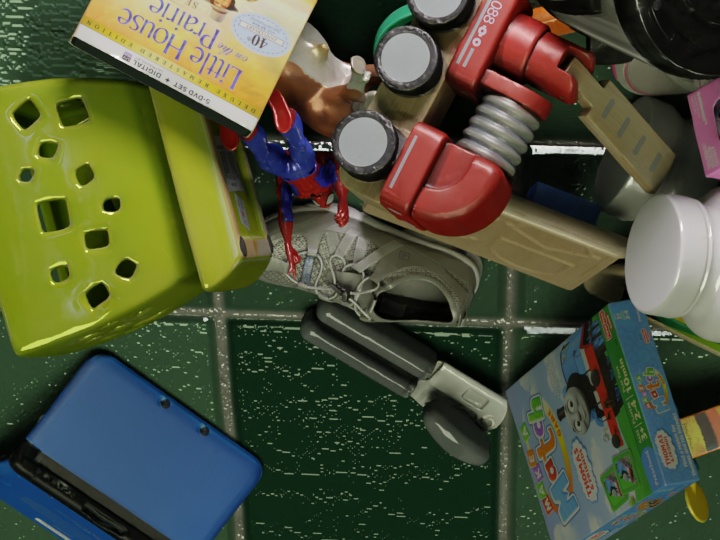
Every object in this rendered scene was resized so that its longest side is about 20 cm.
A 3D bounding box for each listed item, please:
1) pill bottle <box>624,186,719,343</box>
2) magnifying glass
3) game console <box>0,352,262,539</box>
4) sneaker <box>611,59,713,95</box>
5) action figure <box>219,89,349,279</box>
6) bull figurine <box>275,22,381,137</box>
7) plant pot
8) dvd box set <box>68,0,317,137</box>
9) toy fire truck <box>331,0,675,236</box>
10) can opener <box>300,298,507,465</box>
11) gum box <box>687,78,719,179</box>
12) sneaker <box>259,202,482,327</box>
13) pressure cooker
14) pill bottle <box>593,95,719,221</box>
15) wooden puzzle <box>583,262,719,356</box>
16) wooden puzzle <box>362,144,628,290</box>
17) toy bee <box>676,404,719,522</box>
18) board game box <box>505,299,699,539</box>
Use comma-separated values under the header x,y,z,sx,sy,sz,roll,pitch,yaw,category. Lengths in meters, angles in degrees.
x,y,z,sx,sy,sz,roll,pitch,yaw,category
0.295,0.000,1.536,0.199,0.113,0.113,7,129,-20,pill bottle
0.106,-0.181,1.641,0.199,0.022,0.080,-11,125,16,magnifying glass
-0.221,0.181,1.946,0.200,0.119,0.170,38,153,-21,game console
0.282,-0.164,1.591,0.199,0.088,0.082,-11,126,14,sneaker
-0.048,-0.060,1.650,0.065,0.100,0.200,-15,166,11,action figure
-0.062,-0.172,1.625,0.199,0.065,0.121,32,147,-27,bull figurine
-0.177,-0.054,1.622,0.180,0.200,0.200,-15,89,8,plant pot
-0.099,-0.216,1.536,0.146,0.201,0.029,28,168,-8,dvd box set
0.107,-0.095,1.505,0.199,0.129,0.177,27,87,16,toy fire truck
0.039,0.088,1.825,0.199,0.067,0.053,34,124,-13,can opener
0.336,-0.105,1.532,0.199,0.067,0.113,8,153,-40,gum box
0.000,0.000,1.746,0.198,0.082,0.075,7,127,1,sneaker
0.201,-0.232,1.485,0.176,0.200,0.179,-48,124,-2,pressure cooker
0.288,-0.052,1.658,0.199,0.117,0.117,22,126,-11,pill bottle
0.290,0.041,1.701,0.184,0.037,0.200,25,168,-18,wooden puzzle
0.106,-0.046,1.663,0.184,0.047,0.200,21,171,-6,wooden puzzle
0.248,0.158,1.811,0.200,0.109,0.131,-42,80,9,toy bee
0.191,0.131,1.743,0.036,0.152,0.200,-8,160,-24,board game box
